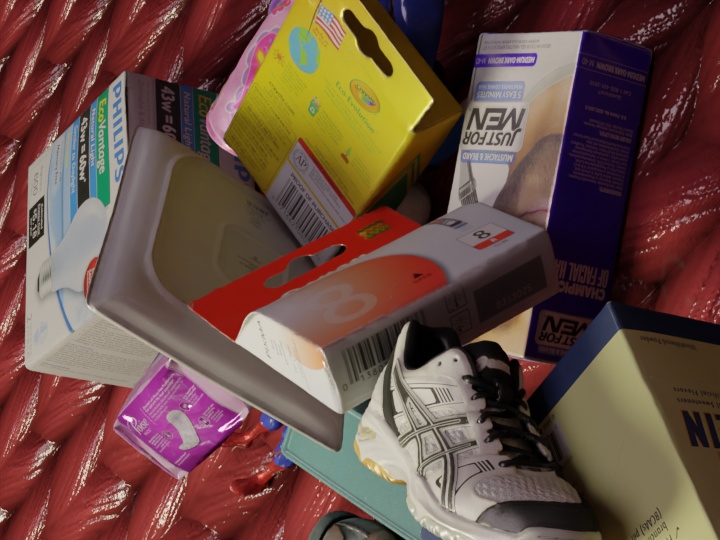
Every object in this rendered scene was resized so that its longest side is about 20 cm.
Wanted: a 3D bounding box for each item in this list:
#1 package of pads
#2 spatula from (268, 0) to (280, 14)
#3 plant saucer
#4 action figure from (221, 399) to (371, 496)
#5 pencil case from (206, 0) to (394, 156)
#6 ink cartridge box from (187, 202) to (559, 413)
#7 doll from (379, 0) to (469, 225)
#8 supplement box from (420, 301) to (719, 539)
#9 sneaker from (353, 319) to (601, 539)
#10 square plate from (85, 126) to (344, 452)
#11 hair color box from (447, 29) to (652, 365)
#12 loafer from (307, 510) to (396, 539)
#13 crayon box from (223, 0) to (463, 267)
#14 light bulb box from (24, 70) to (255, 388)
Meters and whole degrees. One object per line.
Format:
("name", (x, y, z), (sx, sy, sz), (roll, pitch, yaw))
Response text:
("package of pads", (-0.091, 0.045, 1.355), (0.121, 0.075, 0.201), (-46, 9, 45))
("spatula", (-0.042, -0.155, 1.465), (0.056, 0.020, 0.202), (-42, 51, 36))
("plant saucer", (0.016, 0.136, 1.252), (0.199, 0.019, 0.071), (28, 105, 43))
("action figure", (-0.042, 0.101, 1.364), (0.200, 0.051, 0.066), (-42, 55, 40))
("pencil case", (-0.035, -0.165, 1.384), (0.201, 0.087, 0.088), (-54, 39, 23))
("ink cartridge box", (0.000, 0.000, 1.115), (0.200, 0.161, 0.051), (31, 142, 53))
("doll", (0.030, -0.125, 1.288), (0.135, 0.048, 0.203), (3, 98, 26))
("supplement box", (0.157, 0.164, 0.950), (0.201, 0.133, 0.201), (-55, 39, 34))
("sneaker", (0.058, 0.082, 0.937), (0.200, 0.075, 0.089), (31, 106, 58))
("square plate", (-0.081, 0.003, 1.253), (0.028, 0.199, 0.199), (-44, 24, 33))
("hair color box", (0.110, -0.046, 1.159), (0.109, 0.064, 0.203), (8, 89, 57))
("loafer", (-0.019, 0.267, 1.261), (0.063, 0.071, 0.202), (4, 82, 52))
("crayon box", (-0.009, -0.107, 1.237), (0.127, 0.051, 0.200), (54, 143, 14))
("light bulb box", (-0.187, -0.029, 1.562), (0.200, 0.124, 0.200), (-34, 52, 49))
